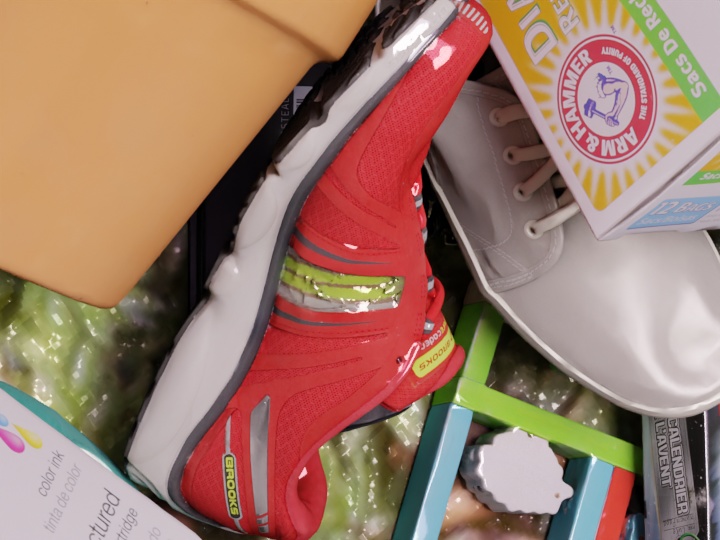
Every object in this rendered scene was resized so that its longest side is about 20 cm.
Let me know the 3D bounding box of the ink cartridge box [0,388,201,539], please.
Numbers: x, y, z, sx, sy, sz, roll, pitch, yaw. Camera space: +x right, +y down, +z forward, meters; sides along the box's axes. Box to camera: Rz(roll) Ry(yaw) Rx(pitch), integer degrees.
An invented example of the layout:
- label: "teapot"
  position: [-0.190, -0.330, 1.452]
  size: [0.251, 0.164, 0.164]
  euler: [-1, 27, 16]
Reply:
- label: "ink cartridge box"
  position: [-0.156, 0.079, 0.753]
  size: [0.200, 0.088, 0.145]
  euler: [37, 32, -11]

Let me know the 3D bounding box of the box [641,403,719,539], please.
- label: "box"
  position: [0.190, 0.090, 1.021]
  size: [0.200, 0.040, 0.137]
  euler: [1, 84, -32]

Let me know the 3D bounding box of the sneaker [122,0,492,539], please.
- label: "sneaker"
  position: [0.000, 0.000, 0.902]
  size: [0.085, 0.077, 0.200]
  euler: [28, 114, -2]

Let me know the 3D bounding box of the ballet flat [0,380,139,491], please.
- label: "ballet flat"
  position: [-0.074, 0.109, 0.903]
  size: [0.067, 0.070, 0.200]
  euler: [-40, 99, -22]

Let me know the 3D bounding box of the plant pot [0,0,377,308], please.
- label: "plant pot"
  position: [-0.104, -0.079, 0.858]
  size: [0.200, 0.200, 0.140]
  euler: [25, 90, -19]

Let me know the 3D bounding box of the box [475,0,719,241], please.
- label: "box"
  position: [0.094, -0.120, 0.893]
  size: [0.112, 0.101, 0.200]
  euler: [-7, 63, -46]

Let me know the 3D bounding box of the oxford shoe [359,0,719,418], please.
- label: "oxford shoe"
  position: [0.060, -0.037, 0.936]
  size: [0.075, 0.058, 0.200]
  euler: [-34, 91, -15]

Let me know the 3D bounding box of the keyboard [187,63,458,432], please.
- label: "keyboard"
  position: [-0.006, -0.042, 0.980]
  size: [0.104, 0.040, 0.201]
  euler: [1, 84, 0]

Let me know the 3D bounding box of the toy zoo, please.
- label: "toy zoo"
  position: [0.069, 0.118, 0.991]
  size: [0.131, 0.020, 0.201]
  euler: [21, 75, -20]
